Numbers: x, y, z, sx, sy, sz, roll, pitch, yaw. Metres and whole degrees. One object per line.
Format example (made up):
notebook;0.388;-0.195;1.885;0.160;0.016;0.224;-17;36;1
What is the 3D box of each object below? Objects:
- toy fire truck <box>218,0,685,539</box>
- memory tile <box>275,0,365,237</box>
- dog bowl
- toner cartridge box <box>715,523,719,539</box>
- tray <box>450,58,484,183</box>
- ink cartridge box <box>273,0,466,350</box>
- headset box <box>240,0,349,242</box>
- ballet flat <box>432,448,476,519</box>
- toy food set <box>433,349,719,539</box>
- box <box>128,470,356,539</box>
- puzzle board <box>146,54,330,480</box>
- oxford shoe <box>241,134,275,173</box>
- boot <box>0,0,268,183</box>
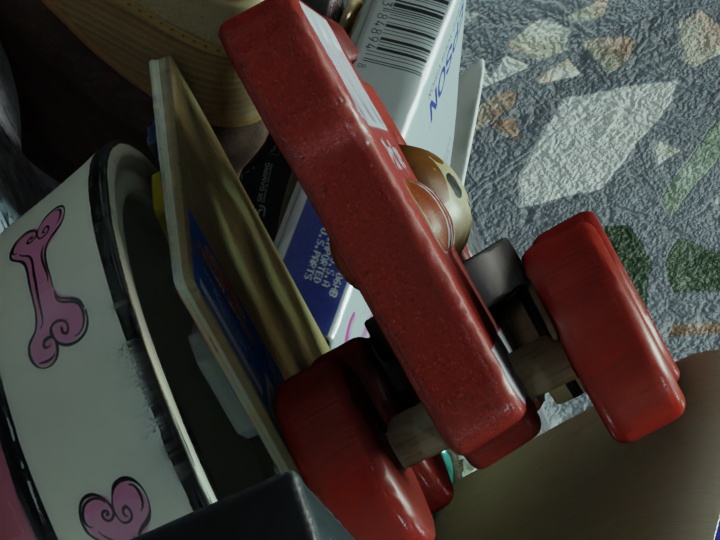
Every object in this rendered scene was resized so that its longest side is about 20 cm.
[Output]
toy fire truck;0.016;-0.009;0.807;0.169;0.112;0.200;62;6;-1
memory tile;-0.015;-0.025;1.121;0.153;0.017;0.201;-60;163;-63
dog bowl;-0.067;0.065;0.802;0.200;0.073;0.201;-24;90;-83
toner cartridge box;0.079;0.182;1.024;0.043;0.199;0.095;-98;163;-66
tray;0.023;-0.004;1.203;0.201;0.022;0.108;-78;-174;-45
ink cartridge box;0.000;0.000;1.067;0.200;0.043;0.197;89;16;-57
headset box;-0.047;-0.069;1.154;0.200;0.075;0.150;19;83;-82
ballet flat;0.019;0.107;1.034;0.201;0.071;0.072;102;-22;-43
toy food set;0.074;0.123;0.872;0.060;0.200;0.144;35;51;-18
box;-0.024;0.167;0.557;0.106;0.122;0.201;54;13;-64
puzzle board;-0.024;0.043;0.845;0.151;0.017;0.201;-101;165;-59
oxford shoe;-0.100;-0.122;1.040;0.200;0.084;0.073;53;-28;5
boot;-0.121;-0.090;0.924;0.199;0.072;0.167;31;-34;8
